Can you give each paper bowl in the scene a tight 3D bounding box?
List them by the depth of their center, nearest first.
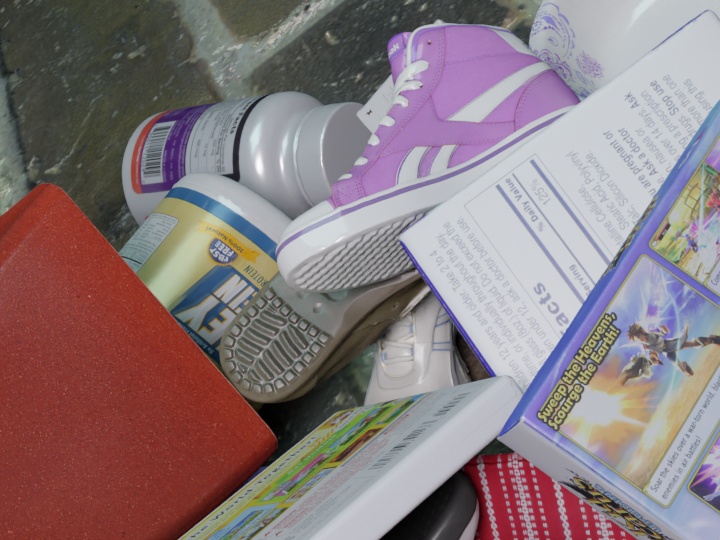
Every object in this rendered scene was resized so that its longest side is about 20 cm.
[{"bbox_3d":[0.216,-0.145,0.902,0.200,0.104,0.201,-26,42,26],"label":"paper bowl"}]

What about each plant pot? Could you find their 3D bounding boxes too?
[{"bbox_3d":[-0.206,0.107,0.786,0.200,0.200,0.176,-29,15,40],"label":"plant pot"}]

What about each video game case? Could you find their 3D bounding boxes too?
[{"bbox_3d":[0.186,0.042,0.607,0.200,0.181,0.045,-53,-2,-19],"label":"video game case"},{"bbox_3d":[-0.036,0.123,0.679,0.200,0.023,0.182,-37,7,-28],"label":"video game case"}]

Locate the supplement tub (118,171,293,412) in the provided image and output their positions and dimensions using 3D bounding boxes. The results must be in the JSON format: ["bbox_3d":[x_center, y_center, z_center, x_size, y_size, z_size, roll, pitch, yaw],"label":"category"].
[{"bbox_3d":[-0.122,0.048,0.974,0.145,0.145,0.200,18,65,49],"label":"supplement tub"}]

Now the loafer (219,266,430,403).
[{"bbox_3d":[0.000,0.000,0.834,0.200,0.067,0.076,-40,77,-6],"label":"loafer"}]

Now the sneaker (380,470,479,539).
[{"bbox_3d":[0.024,0.199,0.704,0.202,0.108,0.067,-56,21,3],"label":"sneaker"}]

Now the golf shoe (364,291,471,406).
[{"bbox_3d":[0.027,0.043,0.889,0.078,0.097,0.200,-13,45,30],"label":"golf shoe"}]

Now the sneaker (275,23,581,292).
[{"bbox_3d":[0.023,-0.069,0.784,0.200,0.073,0.114,-27,70,-22],"label":"sneaker"}]

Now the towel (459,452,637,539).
[{"bbox_3d":[0.090,0.156,0.685,0.200,0.145,0.022,-11,4,44],"label":"towel"}]

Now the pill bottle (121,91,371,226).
[{"bbox_3d":[-0.078,-0.078,1.094,0.200,0.111,0.112,-3,50,39],"label":"pill bottle"}]

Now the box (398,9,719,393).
[{"bbox_3d":[0.157,0.008,0.735,0.200,0.105,0.184,-36,71,5],"label":"box"}]

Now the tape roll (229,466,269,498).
[{"bbox_3d":[-0.102,0.195,0.803,0.200,0.066,0.200,-31,11,7],"label":"tape roll"}]

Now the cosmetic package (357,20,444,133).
[{"bbox_3d":[0.091,-0.055,0.875,0.083,0.051,0.200,-46,64,18],"label":"cosmetic package"}]
